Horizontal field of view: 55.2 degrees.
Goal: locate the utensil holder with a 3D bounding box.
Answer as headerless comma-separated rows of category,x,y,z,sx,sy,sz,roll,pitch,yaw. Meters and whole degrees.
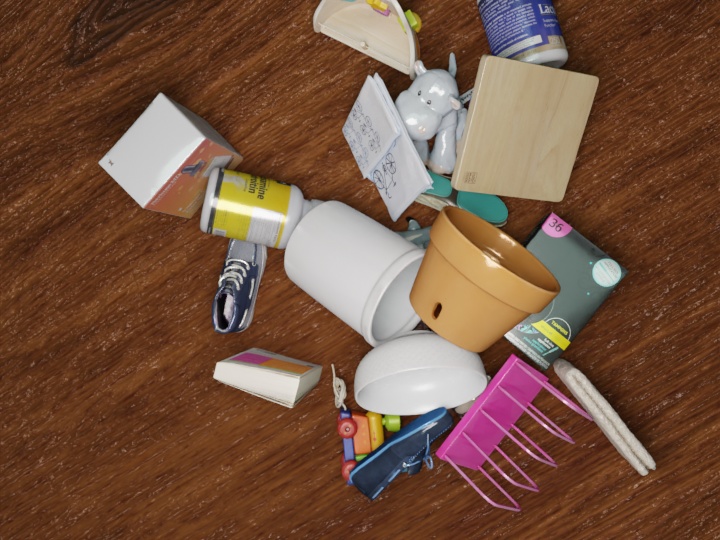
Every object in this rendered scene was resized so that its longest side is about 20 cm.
utensil holder,0.000,0.000,1.102,0.200,0.170,0.170,34,94,29

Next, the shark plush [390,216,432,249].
shark plush,0.087,-0.053,1.191,0.199,0.091,0.084,5,70,27

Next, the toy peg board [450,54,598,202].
toy peg board,0.239,-0.226,1.087,0.198,0.098,0.201,4,112,-20

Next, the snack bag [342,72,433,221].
snack bag,0.037,-0.189,1.121,0.021,0.189,0.201,-23,83,-21

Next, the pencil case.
pencil case,0.134,0.157,1.157,0.200,0.078,0.090,42,96,5

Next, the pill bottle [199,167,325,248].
pill bottle,-0.163,-0.099,1.164,0.199,0.112,0.113,12,91,-13

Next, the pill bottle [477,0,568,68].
pill bottle,0.256,-0.417,1.125,0.115,0.116,0.201,-17,88,7

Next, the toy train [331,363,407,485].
toy train,0.017,0.255,1.175,0.115,0.085,0.201,-5,89,-3

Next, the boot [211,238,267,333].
boot,-0.211,0.011,1.195,0.072,0.090,0.201,5,91,7

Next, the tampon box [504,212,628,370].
tampon box,0.297,0.033,1.112,0.150,0.126,0.200,38,95,6

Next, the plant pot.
plant pot,0.163,0.022,0.987,0.200,0.200,0.140,35,109,6

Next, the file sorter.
file sorter,0.250,0.263,1.090,0.200,0.139,0.125,-53,50,4

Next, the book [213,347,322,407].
book,-0.146,0.165,1.132,0.133,0.200,0.048,15,92,7

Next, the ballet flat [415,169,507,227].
ballet flat,0.153,-0.123,1.165,0.199,0.062,0.068,24,71,-3

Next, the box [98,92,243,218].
box,-0.308,-0.183,1.153,0.106,0.200,0.152,44,96,5

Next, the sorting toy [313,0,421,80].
sorting toy,0.020,-0.420,1.123,0.199,0.180,0.107,28,93,6

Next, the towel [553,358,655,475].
towel,0.385,0.227,1.097,0.034,0.133,0.200,-39,86,4

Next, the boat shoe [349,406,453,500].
boat shoe,0.075,0.290,1.093,0.200,0.084,0.069,-40,85,23

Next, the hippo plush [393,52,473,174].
hippo plush,0.132,-0.250,1.117,0.200,0.161,0.159,-44,85,5

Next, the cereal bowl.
cereal bowl,0.087,0.149,1.048,0.199,0.200,0.084,-9,59,7
